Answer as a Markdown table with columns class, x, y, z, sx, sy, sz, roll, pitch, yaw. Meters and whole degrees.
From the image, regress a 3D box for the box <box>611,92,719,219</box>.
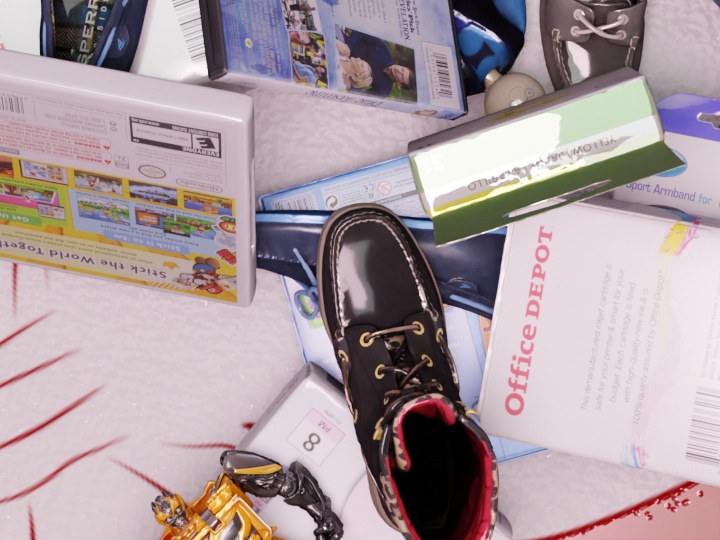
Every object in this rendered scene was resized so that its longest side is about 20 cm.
| class | x | y | z | sx | sy | sz | roll | pitch | yaw |
| --- | --- | --- | --- | --- | --- | --- | --- | --- | --- |
| box | 0.207 | -0.004 | 1.439 | 0.118 | 0.041 | 0.201 | 14 | 97 | 25 |

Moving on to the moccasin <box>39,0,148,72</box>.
| class | x | y | z | sx | sy | sz | roll | pitch | yaw |
| --- | --- | --- | --- | --- | --- | --- | --- | --- | --- |
| moccasin | -0.140 | -0.190 | 1.316 | 0.080 | 0.068 | 0.202 | 1 | 90 | 2 |

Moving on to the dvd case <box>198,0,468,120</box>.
| class | x | y | z | sx | sy | sz | roll | pitch | yaw |
| --- | --- | --- | --- | --- | --- | --- | --- | --- | --- |
| dvd case | -0.018 | -0.166 | 1.358 | 0.017 | 0.199 | 0.144 | -20 | 72 | 42 |

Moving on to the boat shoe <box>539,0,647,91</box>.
| class | x | y | z | sx | sy | sz | roll | pitch | yaw |
| --- | --- | --- | --- | --- | --- | --- | --- | --- | --- |
| boat shoe | 0.147 | -0.192 | 1.460 | 0.066 | 0.057 | 0.201 | 4 | 90 | 1 |

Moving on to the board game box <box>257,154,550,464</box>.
| class | x | y | z | sx | sy | sz | roll | pitch | yaw |
| --- | --- | --- | --- | --- | --- | --- | --- | --- | --- |
| board game box | 0.035 | 0.031 | 1.475 | 0.150 | 0.037 | 0.201 | -15 | 89 | 2 |

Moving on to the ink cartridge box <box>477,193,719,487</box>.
| class | x | y | z | sx | sy | sz | roll | pitch | yaw |
| --- | --- | --- | --- | --- | --- | --- | --- | --- | --- |
| ink cartridge box | 0.182 | 0.041 | 1.379 | 0.199 | 0.086 | 0.149 | 13 | 98 | 20 |

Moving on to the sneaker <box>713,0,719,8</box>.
| class | x | y | z | sx | sy | sz | roll | pitch | yaw |
| --- | --- | --- | --- | --- | --- | --- | --- | --- | --- |
| sneaker | 0.224 | -0.165 | 1.394 | 0.146 | 0.081 | 0.201 | 13 | 51 | -30 |

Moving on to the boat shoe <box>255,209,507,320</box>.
| class | x | y | z | sx | sy | sz | roll | pitch | yaw |
| --- | --- | --- | --- | --- | --- | --- | --- | --- | --- |
| boat shoe | 0.000 | 0.000 | 1.418 | 0.199 | 0.084 | 0.069 | 4 | 94 | 5 |

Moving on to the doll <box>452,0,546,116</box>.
| class | x | y | z | sx | sy | sz | roll | pitch | yaw |
| --- | --- | --- | --- | --- | --- | --- | --- | --- | --- |
| doll | 0.038 | -0.158 | 1.459 | 0.136 | 0.048 | 0.200 | -43 | 87 | -19 |

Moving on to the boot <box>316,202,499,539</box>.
| class | x | y | z | sx | sy | sz | roll | pitch | yaw |
| --- | --- | --- | --- | --- | --- | --- | --- | --- | --- |
| boot | 0.027 | 0.066 | 1.327 | 0.073 | 0.151 | 0.201 | -9 | 99 | -6 |

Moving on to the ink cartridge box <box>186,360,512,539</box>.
| class | x | y | z | sx | sy | sz | roll | pitch | yaw |
| --- | --- | --- | --- | --- | --- | --- | --- | --- | --- |
| ink cartridge box | -0.030 | 0.182 | 1.448 | 0.162 | 0.057 | 0.200 | 38 | 96 | -6 |

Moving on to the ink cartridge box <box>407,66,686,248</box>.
| class | x | y | z | sx | sy | sz | roll | pitch | yaw |
| --- | --- | --- | --- | --- | --- | --- | --- | --- | --- |
| ink cartridge box | 0.100 | -0.067 | 1.335 | 0.145 | 0.200 | 0.048 | -19 | 96 | 4 |

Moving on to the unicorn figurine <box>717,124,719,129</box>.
| class | x | y | z | sx | sy | sz | roll | pitch | yaw |
| --- | --- | --- | --- | --- | --- | --- | --- | --- | --- |
| unicorn figurine | 0.293 | -0.023 | 1.459 | 0.199 | 0.074 | 0.138 | 29 | 94 | 17 |

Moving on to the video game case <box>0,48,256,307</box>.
| class | x | y | z | sx | sy | sz | roll | pitch | yaw |
| --- | --- | --- | --- | --- | --- | --- | --- | --- | --- |
| video game case | -0.157 | -0.054 | 1.334 | 0.199 | 0.182 | 0.023 | 11 | 56 | 5 |

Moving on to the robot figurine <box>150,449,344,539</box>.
| class | x | y | z | sx | sy | sz | roll | pitch | yaw |
| --- | --- | --- | --- | --- | --- | --- | --- | --- | --- |
| robot figurine | -0.047 | 0.202 | 1.393 | 0.200 | 0.058 | 0.145 | 44 | 86 | -15 |

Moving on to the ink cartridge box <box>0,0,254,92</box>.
| class | x | y | z | sx | sy | sz | roll | pitch | yaw |
| --- | --- | --- | --- | --- | --- | --- | --- | --- | --- |
| ink cartridge box | -0.140 | -0.165 | 1.423 | 0.199 | 0.145 | 0.148 | -18 | 90 | 1 |
